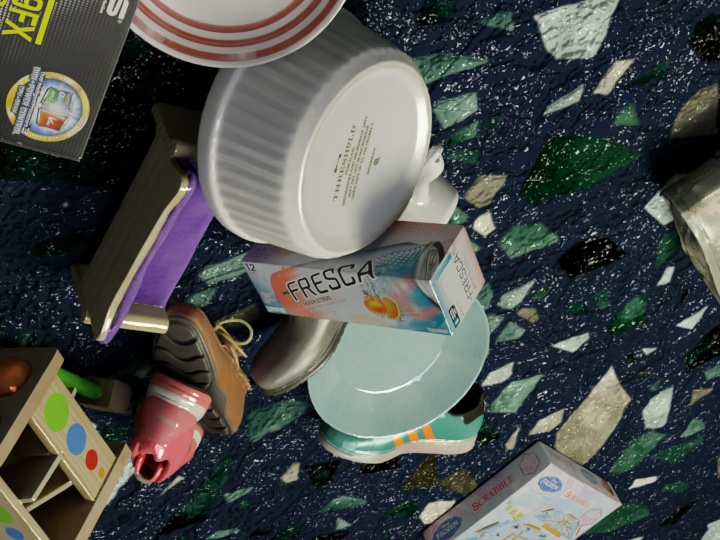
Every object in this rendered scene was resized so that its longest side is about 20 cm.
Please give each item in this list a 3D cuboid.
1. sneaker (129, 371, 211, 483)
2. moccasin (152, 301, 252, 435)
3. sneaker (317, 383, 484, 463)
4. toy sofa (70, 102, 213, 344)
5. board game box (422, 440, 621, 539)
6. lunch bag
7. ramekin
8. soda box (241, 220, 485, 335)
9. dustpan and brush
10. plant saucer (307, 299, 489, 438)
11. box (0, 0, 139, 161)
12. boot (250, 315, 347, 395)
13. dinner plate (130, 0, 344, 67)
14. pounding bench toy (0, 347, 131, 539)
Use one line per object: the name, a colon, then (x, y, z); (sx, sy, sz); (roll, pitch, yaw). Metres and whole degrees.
sneaker: (-0.195, 0.164, 1.335); (0.073, 0.088, 0.200); (24, 156, 0)
moccasin: (-0.142, 0.083, 1.329); (0.073, 0.079, 0.202); (11, 152, 22)
sneaker: (0.047, 0.155, 1.530); (0.197, 0.072, 0.081); (-1, 123, -29)
toy sofa: (-0.162, -0.031, 1.172); (0.082, 0.098, 0.201); (8, 128, -36)
board game box: (0.211, 0.321, 1.821); (0.199, 0.041, 0.199); (-40, 139, 15)
lunch bag: (0.403, -0.071, 1.441); (0.163, 0.118, 0.200); (-31, 146, 6)
ramekin: (-0.027, -0.103, 1.109); (0.201, 0.094, 0.205); (-33, 137, -38)
soda box: (0.000, 0.000, 1.175); (0.069, 0.198, 0.064); (-55, 135, -34)
dustpan and brush: (0.050, -0.054, 1.230); (0.057, 0.140, 0.200); (35, 154, -6)
plant saucer: (0.035, 0.082, 1.440); (0.198, 0.039, 0.203); (-12, 128, -16)
box: (-0.241, -0.183, 0.972); (0.158, 0.045, 0.201); (14, 127, -22)
boot: (-0.055, 0.015, 1.315); (0.200, 0.068, 0.131); (-45, 135, 2)
dinner plate: (-0.097, -0.241, 0.992); (0.197, 0.024, 0.203); (-1, 121, -1)
pounding bench toy: (-0.294, 0.128, 1.239); (0.123, 0.201, 0.157); (-3, 132, 28)
